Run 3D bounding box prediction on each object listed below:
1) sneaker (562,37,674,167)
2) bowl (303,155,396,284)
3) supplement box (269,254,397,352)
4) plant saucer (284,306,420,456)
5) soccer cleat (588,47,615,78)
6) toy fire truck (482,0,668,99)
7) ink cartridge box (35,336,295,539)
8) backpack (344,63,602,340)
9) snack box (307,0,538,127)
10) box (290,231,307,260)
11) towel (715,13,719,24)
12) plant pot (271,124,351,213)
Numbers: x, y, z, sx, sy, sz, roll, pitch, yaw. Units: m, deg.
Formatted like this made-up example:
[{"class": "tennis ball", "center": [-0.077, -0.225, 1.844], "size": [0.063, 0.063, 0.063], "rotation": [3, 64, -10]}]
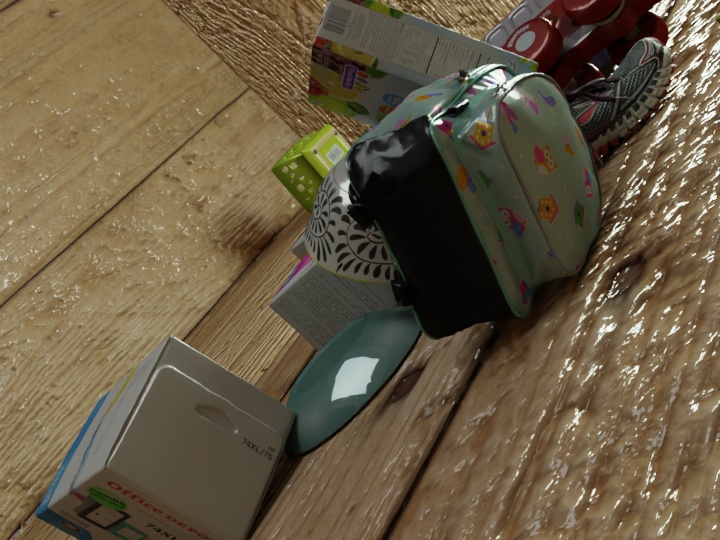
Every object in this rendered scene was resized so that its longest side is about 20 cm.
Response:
[{"class": "sneaker", "center": [0.207, -0.142, 0.854], "size": [0.200, 0.075, 0.081], "rotation": [-46, 9, -7]}, {"class": "bowl", "center": [0.037, -0.080, 0.942], "size": [0.201, 0.094, 0.201], "rotation": [-3, 33, 2]}, {"class": "supplement box", "center": [0.000, 0.000, 1.098], "size": [0.200, 0.103, 0.101], "rotation": [-41, 11, 38]}, {"class": "plant saucer", "center": [-0.019, 0.098, 0.938], "size": [0.201, 0.039, 0.201], "rotation": [-45, 9, 9]}, {"class": "soccer cleat", "center": [0.223, -0.228, 1.139], "size": [0.200, 0.084, 0.065], "rotation": [-38, 11, 41]}, {"class": "toy fire truck", "center": [0.230, -0.275, 1.022], "size": [0.200, 0.112, 0.168], "rotation": [-41, 39, 24]}, {"class": "ink cartridge box", "center": [-0.189, 0.187, 0.901], "size": [0.200, 0.147, 0.146], "rotation": [-37, 24, 48]}, {"class": "backpack", "center": [0.098, -0.070, 0.726], "size": [0.153, 0.176, 0.200], "rotation": [-22, 18, 27]}, {"class": "snack box", "center": [0.052, -0.182, 0.911], "size": [0.169, 0.200, 0.068], "rotation": [118, 171, -82]}, {"class": "box", "center": [0.018, -0.082, 1.369], "size": [0.200, 0.106, 0.152], "rotation": [-52, 10, -32]}, {"class": "towel", "center": [0.397, -0.293, 0.848], "size": [0.200, 0.018, 0.086], "rotation": [-50, 15, -29]}, {"class": "plant pot", "center": [-0.125, -0.331, 2.943], "size": [0.181, 0.199, 0.200], "rotation": [-27, 19, 48]}]
